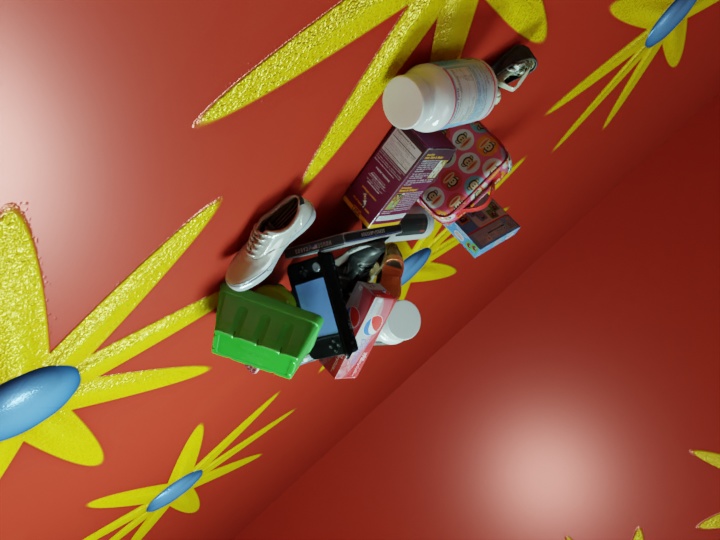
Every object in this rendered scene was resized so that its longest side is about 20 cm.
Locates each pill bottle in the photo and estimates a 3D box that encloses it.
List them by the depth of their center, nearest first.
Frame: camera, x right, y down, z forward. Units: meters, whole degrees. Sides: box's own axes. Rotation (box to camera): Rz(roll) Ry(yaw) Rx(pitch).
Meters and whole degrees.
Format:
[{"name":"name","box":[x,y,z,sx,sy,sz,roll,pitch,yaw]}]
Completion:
[{"name":"pill bottle","box":[0.131,-0.287,1.094,0.200,0.109,0.109,-23,155,-43]},{"name":"pill bottle","box":[0.057,0.127,1.642,0.114,0.114,0.200,-31,-172,-27]}]

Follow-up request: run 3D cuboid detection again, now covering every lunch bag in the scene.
[{"name":"lunch bag","box":[0.197,-0.195,1.328,0.200,0.176,0.082,-42,161,5]}]

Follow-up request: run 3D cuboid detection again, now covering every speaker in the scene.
[{"name":"speaker","box":[0.087,-0.105,1.471,0.081,0.081,0.200,-50,159,25]}]

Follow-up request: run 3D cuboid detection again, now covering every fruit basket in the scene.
[{"name":"fruit basket","box":[-0.173,0.085,1.272,0.215,0.216,0.156,-30,159,-31]}]

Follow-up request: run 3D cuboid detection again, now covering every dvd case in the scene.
[{"name":"dvd case","box":[-0.031,-0.058,1.311,0.150,0.025,0.200,-13,180,36]}]

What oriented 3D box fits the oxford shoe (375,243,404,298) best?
[{"name":"oxford shoe","box":[0.074,0.018,1.703,0.071,0.073,0.200,9,135,-8]}]

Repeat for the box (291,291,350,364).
[{"name":"box","box":[-0.088,0.106,1.538,0.200,0.123,0.198,-48,162,22]}]

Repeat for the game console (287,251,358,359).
[{"name":"game console","box":[-0.084,0.073,1.269,0.175,0.201,0.116,-16,178,36]}]

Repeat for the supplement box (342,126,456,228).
[{"name":"supplement box","box":[0.073,-0.181,1.254,0.110,0.086,0.200,-14,148,-54]}]

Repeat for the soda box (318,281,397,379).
[{"name":"soda box","box":[-0.007,0.123,1.359,0.070,0.063,0.200,7,115,-46]}]

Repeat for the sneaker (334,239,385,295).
[{"name":"sneaker","box":[0.000,0.000,1.364,0.076,0.088,0.200,-16,172,-34]}]

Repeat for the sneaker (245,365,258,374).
[{"name":"sneaker","box":[-0.216,0.154,1.456,0.075,0.081,0.200,-28,157,-40]}]

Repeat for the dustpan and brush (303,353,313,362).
[{"name":"dustpan and brush","box":[-0.058,0.152,1.417,0.199,0.057,0.140,-11,140,-30]}]

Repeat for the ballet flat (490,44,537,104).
[{"name":"ballet flat","box":[0.255,-0.355,1.252,0.200,0.073,0.073,-36,161,-14]}]

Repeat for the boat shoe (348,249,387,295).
[{"name":"boat shoe","box":[0.008,-0.009,1.515,0.067,0.074,0.200,-65,175,32]}]

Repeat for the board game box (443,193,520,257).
[{"name":"board game box","box":[0.248,-0.136,1.527,0.151,0.200,0.037,-27,158,-35]}]

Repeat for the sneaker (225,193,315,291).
[{"name":"sneaker","box":[-0.163,-0.053,1.124,0.200,0.073,0.071,-49,153,-3]}]
